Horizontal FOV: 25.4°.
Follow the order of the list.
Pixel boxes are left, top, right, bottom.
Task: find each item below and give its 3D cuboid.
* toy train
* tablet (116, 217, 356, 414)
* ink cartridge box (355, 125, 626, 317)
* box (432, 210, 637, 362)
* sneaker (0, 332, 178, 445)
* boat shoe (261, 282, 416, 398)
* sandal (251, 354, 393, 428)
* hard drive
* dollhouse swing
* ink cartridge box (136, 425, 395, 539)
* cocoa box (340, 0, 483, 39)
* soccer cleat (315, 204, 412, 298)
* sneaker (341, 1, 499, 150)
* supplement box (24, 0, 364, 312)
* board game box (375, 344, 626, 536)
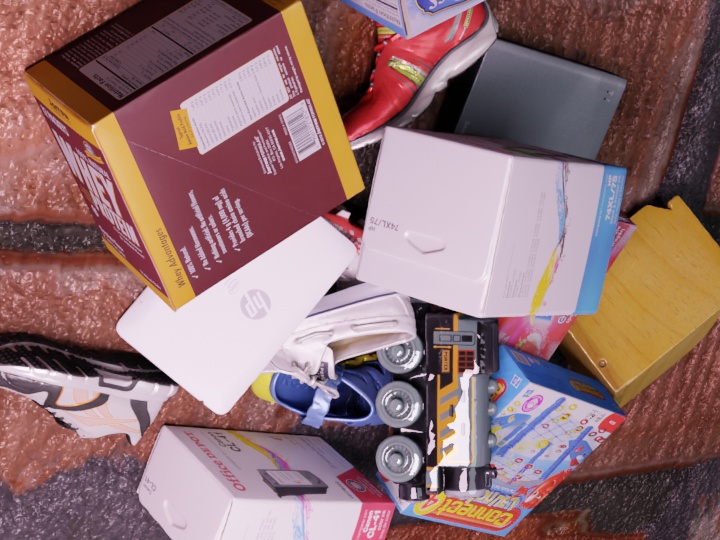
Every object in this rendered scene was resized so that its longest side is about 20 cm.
[{"bbox_3d":[0.077,0.126,1.545,0.085,0.114,0.200,-2,92,-74],"label":"toy train"},{"bbox_3d":[-0.112,0.017,1.457,0.130,0.014,0.200,40,88,-5],"label":"tablet"},{"bbox_3d":[0.121,-0.044,1.467,0.200,0.147,0.146,0,104,-52],"label":"ink cartridge box"},{"bbox_3d":[0.174,-0.002,1.625,0.095,0.100,0.200,11,119,-40],"label":"box"},{"bbox_3d":[-0.255,0.111,1.413,0.200,0.074,0.080,17,107,-40],"label":"sneaker"},{"bbox_3d":[-0.042,0.079,1.500,0.202,0.086,0.075,-18,158,0],"label":"boat shoe"},{"bbox_3d":[-0.012,0.127,1.593,0.200,0.087,0.080,7,108,-41],"label":"sandal"},{"bbox_3d":[0.166,-0.152,1.605,0.200,0.033,0.140,10,108,-39],"label":"hard drive"},{"bbox_3d":[0.306,0.049,1.819,0.200,0.176,0.182,-38,89,-13],"label":"dollhouse swing"},{"bbox_3d":[-0.090,0.222,1.545,0.200,0.148,0.086,11,107,-41],"label":"ink cartridge box"},{"bbox_3d":[0.073,-0.312,1.378,0.200,0.133,0.131,-29,129,-20],"label":"cocoa box"},{"bbox_3d":[0.000,0.000,1.545,0.200,0.069,0.085,36,87,-47],"label":"soccer cleat"},{"bbox_3d":[0.034,-0.191,1.474,0.200,0.077,0.085,-45,112,-9],"label":"sneaker"},{"bbox_3d":[-0.135,-0.115,1.335,0.200,0.133,0.197,-34,130,-17],"label":"supplement box"},{"bbox_3d":[0.149,0.182,1.664,0.196,0.056,0.200,-48,142,17],"label":"board game box"}]
